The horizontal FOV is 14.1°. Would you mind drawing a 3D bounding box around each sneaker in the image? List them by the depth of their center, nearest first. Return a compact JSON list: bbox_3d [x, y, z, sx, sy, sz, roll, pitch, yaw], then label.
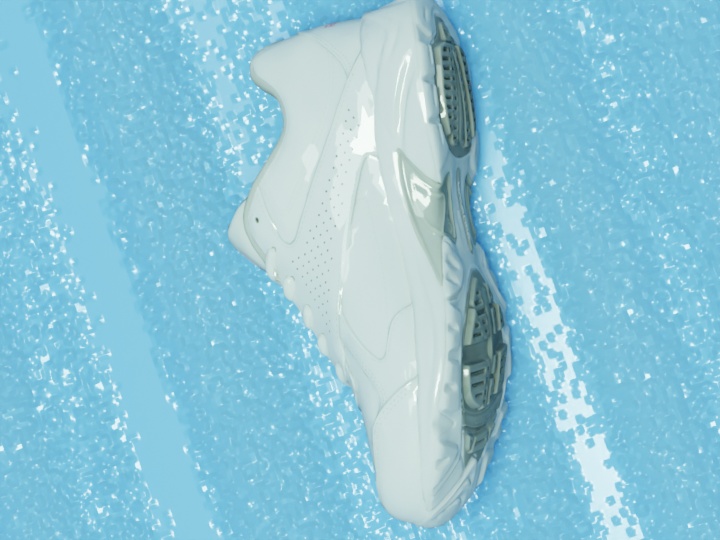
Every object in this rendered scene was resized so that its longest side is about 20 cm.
[{"bbox_3d":[0.000,0.000,1.112,0.099,0.078,0.201,-8,81,20],"label":"sneaker"}]
